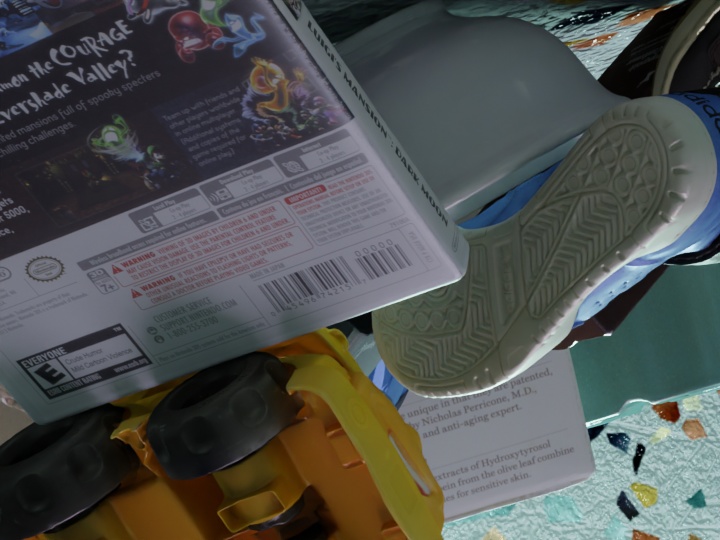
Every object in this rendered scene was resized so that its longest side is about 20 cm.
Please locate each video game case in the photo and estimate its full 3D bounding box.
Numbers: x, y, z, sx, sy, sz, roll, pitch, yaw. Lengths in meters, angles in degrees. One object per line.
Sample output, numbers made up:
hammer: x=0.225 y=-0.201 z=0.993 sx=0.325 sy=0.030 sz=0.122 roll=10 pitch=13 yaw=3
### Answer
video game case: x=-0.089 y=-0.035 z=0.788 sx=0.199 sy=0.182 sz=0.023 roll=-19 pitch=-144 yaw=26

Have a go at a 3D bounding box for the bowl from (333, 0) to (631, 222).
bowl: x=0.017 y=-0.061 z=0.989 sx=0.200 sy=0.091 sz=0.201 roll=-29 pitch=178 yaw=-1

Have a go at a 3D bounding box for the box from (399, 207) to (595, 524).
box: x=0.017 y=0.046 z=1.361 sx=0.199 sy=0.172 sz=0.199 roll=-16 pitch=-162 yaw=-4

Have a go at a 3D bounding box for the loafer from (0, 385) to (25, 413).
loafer: x=-0.172 y=0.027 z=1.054 sx=0.199 sy=0.072 sz=0.063 roll=31 pitch=150 yaw=-12

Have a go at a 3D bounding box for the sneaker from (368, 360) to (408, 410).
sneaker: x=0.000 y=0.000 z=1.188 sx=0.066 sy=0.201 sz=0.078 roll=20 pitch=-162 yaw=24

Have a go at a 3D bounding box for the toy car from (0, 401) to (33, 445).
toy car: x=-0.170 y=0.020 z=1.198 sx=0.183 sy=0.178 sz=0.200 roll=-5 pitch=-154 yaw=14

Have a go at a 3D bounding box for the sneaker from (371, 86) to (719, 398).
sneaker: x=0.098 y=-0.013 z=0.931 sx=0.111 sy=0.077 sz=0.200 roll=-14 pitch=158 yaw=-47

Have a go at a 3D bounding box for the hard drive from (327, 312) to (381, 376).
hard drive: x=-0.055 y=0.093 z=1.097 sx=0.200 sy=0.033 sz=0.140 roll=-53 pitch=172 yaw=10

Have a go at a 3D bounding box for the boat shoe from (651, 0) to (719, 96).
boat shoe: x=0.193 y=-0.108 z=0.970 sx=0.071 sy=0.066 sz=0.201 roll=-9 pitch=148 yaw=-29

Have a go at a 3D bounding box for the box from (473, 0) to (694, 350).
box: x=0.138 y=-0.054 z=1.103 sx=0.200 sy=0.075 sz=0.100 roll=-49 pitch=-168 yaw=-22

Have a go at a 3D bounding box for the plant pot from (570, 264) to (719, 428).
plant pot: x=0.182 y=0.007 z=1.588 sx=0.199 sy=0.197 sz=0.200 roll=-15 pitch=174 yaw=-2

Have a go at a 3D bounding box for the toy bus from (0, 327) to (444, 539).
toy bus: x=-0.046 y=0.086 z=0.916 sx=0.199 sy=0.136 sz=0.192 roll=-21 pitch=-163 yaw=27
